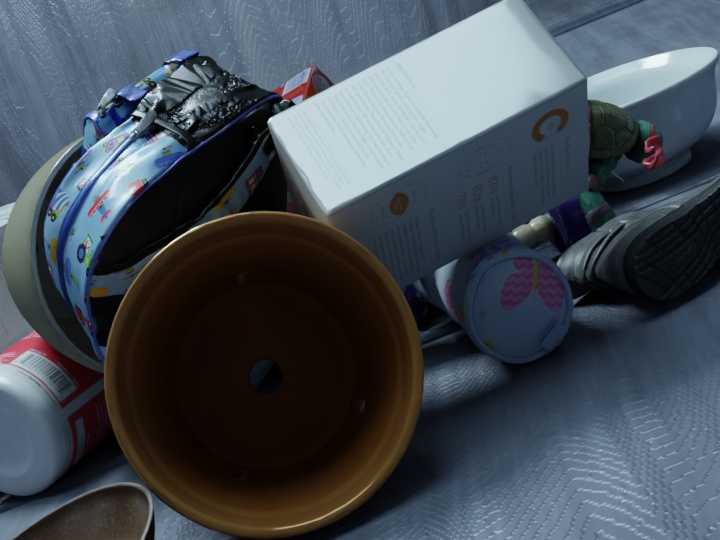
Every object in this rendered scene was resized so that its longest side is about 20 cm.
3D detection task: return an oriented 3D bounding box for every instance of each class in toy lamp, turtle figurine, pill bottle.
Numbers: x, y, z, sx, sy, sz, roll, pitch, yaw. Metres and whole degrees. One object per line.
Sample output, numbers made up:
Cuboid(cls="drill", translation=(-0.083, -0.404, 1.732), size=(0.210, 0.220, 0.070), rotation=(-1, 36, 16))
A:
Cuboid(cls="toy lamp", translation=(0.120, -0.018, 1.272), size=(0.198, 0.059, 0.058), rotation=(-28, 15, -13))
Cuboid(cls="turtle figurine", translation=(0.174, -0.099, 1.229), size=(0.197, 0.102, 0.151), rotation=(6, 38, -5))
Cuboid(cls="pill bottle", translation=(-0.252, 0.099, 1.292), size=(0.111, 0.113, 0.200), rotation=(-13, 16, 32))

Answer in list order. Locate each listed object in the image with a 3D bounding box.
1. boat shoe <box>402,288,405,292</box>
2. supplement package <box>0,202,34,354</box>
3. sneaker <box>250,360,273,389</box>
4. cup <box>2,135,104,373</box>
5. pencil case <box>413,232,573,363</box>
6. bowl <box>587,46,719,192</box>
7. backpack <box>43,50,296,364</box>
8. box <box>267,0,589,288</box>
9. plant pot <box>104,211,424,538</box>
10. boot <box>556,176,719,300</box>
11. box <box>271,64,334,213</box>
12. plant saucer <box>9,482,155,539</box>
Cuboid(cls="boat shoe", translation=(0.000, 0.000, 1.177), size=(0.071, 0.202, 0.063), rotation=(18, 19, -30))
Cuboid(cls="supplement package", translation=(-0.342, 0.045, 1.467), size=(0.146, 0.193, 0.200), rotation=(-12, 16, 38))
Cuboid(cls="sneaker", translation=(-0.077, 0.033, 1.300), size=(0.082, 0.073, 0.201), rotation=(-54, 9, 28))
Cuboid(cls="cup", translation=(-0.213, -0.013, 1.221), size=(0.199, 0.202, 0.142), rotation=(-32, 18, -36))
Cuboid(cls="pencil case", translation=(0.096, 0.010, 1.138), size=(0.083, 0.091, 0.200), rotation=(-36, 14, -2))
Cuboid(cls="bowl", translation=(0.258, -0.135, 1.423), size=(0.199, 0.091, 0.201), rotation=(-21, 13, 5))
Cuboid(cls="backpack", translation=(-0.147, -0.037, 1.070), size=(0.134, 0.184, 0.200), rotation=(31, 55, 25))
Cuboid(cls="box", translation=(0.052, -0.080, 1.038), size=(0.198, 0.125, 0.098), rotation=(-27, 57, -9))
Cuboid(cls="plant pot", translation=(-0.064, 0.069, 0.984), size=(0.198, 0.202, 0.140), rotation=(-23, -2, -6))
Cuboid(cls="boot", translation=(0.249, -0.039, 1.133), size=(0.198, 0.071, 0.131), rotation=(-23, 8, -19))
Cuboid(cls="box", translation=(-0.088, -0.075, 1.302), size=(0.199, 0.095, 0.100), rotation=(-29, 33, 32))
Cuboid(cls="plant saucer", translation=(-0.194, 0.208, 0.884), size=(0.199, 0.037, 0.201), rotation=(-31, 19, 12))
